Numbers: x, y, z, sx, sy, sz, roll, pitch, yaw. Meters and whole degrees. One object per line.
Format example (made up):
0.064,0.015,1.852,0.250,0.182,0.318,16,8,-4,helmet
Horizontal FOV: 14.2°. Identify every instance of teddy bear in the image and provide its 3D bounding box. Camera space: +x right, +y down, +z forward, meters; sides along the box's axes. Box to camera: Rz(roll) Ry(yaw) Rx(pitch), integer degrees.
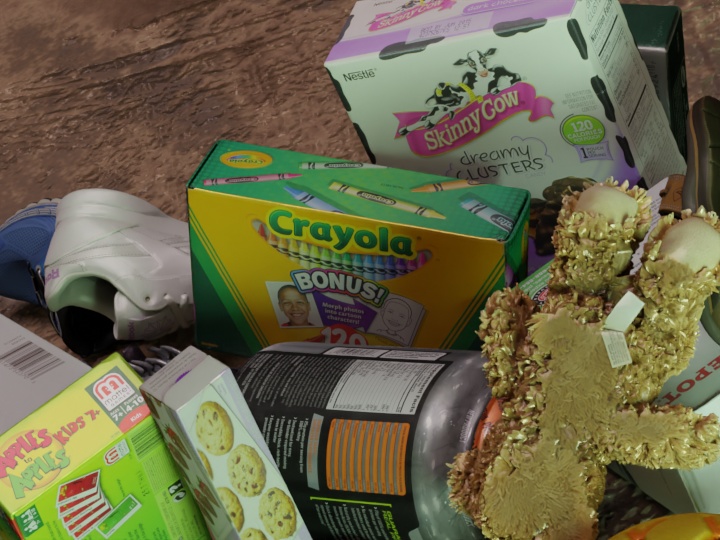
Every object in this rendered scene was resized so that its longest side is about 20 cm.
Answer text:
0.121,0.051,1.476,0.144,0.067,0.201,5,81,16,teddy bear

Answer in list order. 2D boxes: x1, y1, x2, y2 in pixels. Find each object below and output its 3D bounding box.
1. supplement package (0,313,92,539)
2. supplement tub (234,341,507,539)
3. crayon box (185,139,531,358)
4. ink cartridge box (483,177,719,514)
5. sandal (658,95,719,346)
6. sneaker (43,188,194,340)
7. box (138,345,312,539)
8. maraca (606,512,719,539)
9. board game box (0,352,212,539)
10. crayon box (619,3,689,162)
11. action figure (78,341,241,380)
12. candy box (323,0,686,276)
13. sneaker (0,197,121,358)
-0.235,0.119,1.716,0.199,0.111,0.155,28,42,36,supplement package
0.025,0.103,1.603,0.199,0.123,0.123,3,41,40,supplement tub
0.000,0.000,1.720,0.199,0.119,0.058,10,37,16,crayon box
0.183,0.045,1.605,0.146,0.084,0.200,-34,31,-13,ink cartridge box
0.192,-0.022,1.563,0.054,0.082,0.201,-33,31,31,sandal
-0.108,0.014,1.864,0.199,0.075,0.100,11,56,6,sneaker
-0.059,0.129,1.551,0.041,0.201,0.039,-38,37,-20,box
0.180,0.175,1.388,0.199,0.107,0.138,-5,55,20,maraca
-0.141,0.142,1.597,0.101,0.200,0.048,-36,56,-15,board game box
0.103,-0.105,1.809,0.199,0.126,0.052,4,40,17,crayon box
-0.074,0.079,1.775,0.199,0.070,0.130,1,27,32,action figure
0.096,-0.078,1.748,0.167,0.201,0.072,-9,34,29,candy box
-0.193,0.007,1.968,0.199,0.079,0.089,4,39,41,sneaker
